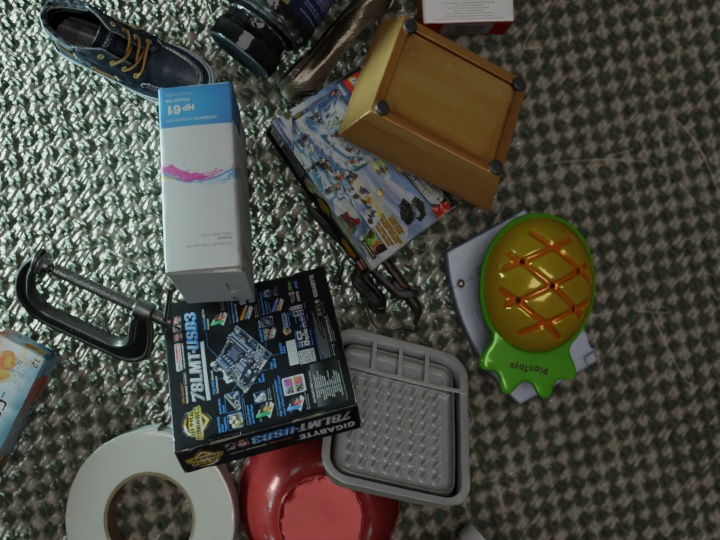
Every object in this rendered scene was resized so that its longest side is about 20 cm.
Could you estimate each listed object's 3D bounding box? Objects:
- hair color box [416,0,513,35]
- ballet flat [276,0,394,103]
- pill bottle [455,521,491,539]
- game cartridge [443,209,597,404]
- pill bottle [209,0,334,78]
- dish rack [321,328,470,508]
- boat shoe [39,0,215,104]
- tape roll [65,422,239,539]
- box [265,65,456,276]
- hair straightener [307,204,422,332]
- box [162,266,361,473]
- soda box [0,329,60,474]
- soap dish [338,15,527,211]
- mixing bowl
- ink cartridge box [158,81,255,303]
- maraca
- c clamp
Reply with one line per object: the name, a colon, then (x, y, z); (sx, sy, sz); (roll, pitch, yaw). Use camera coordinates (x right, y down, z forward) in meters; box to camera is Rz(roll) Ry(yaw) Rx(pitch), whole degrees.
hair color box: (0.119, -0.386, 1.051); (0.108, 0.064, 0.205); (-2, 91, -2)
ballet flat: (-0.017, -0.271, 1.042); (0.046, 0.067, 0.200); (43, 89, -16)
pill bottle: (0.089, 0.391, 1.013); (0.109, 0.109, 0.201); (42, 87, -2)
game cartridge: (0.183, 0.047, 1.062); (0.131, 0.040, 0.203); (-26, 91, -7)
pill bottle: (-0.082, -0.327, 1.013); (0.111, 0.112, 0.202); (34, 87, -2)
dish rack: (0.037, 0.169, 0.997); (0.168, 0.044, 0.203); (15, 45, -11)
boat shoe: (-0.264, -0.244, 1.010); (0.196, 0.091, 0.072); (18, 88, -3)
tape roll: (-0.237, 0.282, 1.022); (0.198, 0.037, 0.208); (0, 90, 2)
box: (0.002, -0.116, 1.028); (0.136, 0.040, 0.202); (-35, 90, -23)
hair straightener: (0.000, 0.000, 1.054); (0.077, 0.041, 0.201); (-38, 96, -3)
box: (-0.113, 0.102, 0.979); (0.194, 0.050, 0.202); (-15, 49, -2)
soda box: (-0.420, 0.171, 1.007); (0.067, 0.064, 0.203); (27, 88, -3)
soap dish: (0.090, -0.182, 1.009); (0.197, 0.081, 0.160); (25, 69, -11)
mixing bowl: (-0.045, 0.268, 1.008); (0.195, 0.108, 0.205); (0, 88, -4)
ink cartridge box: (-0.165, -0.077, 0.966); (0.083, 0.145, 0.205); (-6, 76, -3)
maraca: (0.195, 0.038, 0.992); (0.134, 0.107, 0.205); (7, 89, -4)
c clamp: (-0.294, 0.032, 0.985); (0.196, 0.172, 0.027); (20, 49, 4)
